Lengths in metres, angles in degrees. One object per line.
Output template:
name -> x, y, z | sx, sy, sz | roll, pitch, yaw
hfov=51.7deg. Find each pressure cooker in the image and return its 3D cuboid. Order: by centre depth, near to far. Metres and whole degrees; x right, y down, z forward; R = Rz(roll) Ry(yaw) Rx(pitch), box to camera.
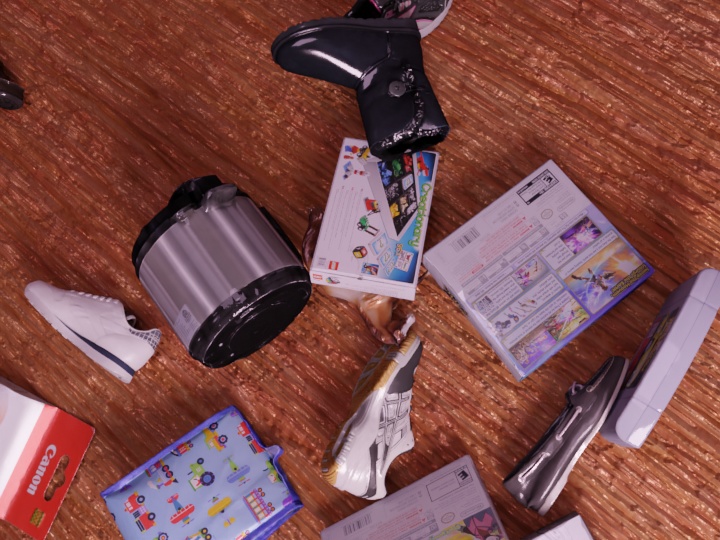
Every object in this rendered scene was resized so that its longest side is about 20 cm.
pressure cooker -> -0.175, -0.008, 0.898 | 0.176, 0.179, 0.200 | -41, 73, 3

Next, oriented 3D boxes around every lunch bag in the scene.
lunch bag -> -0.178, 0.270, 0.888 | 0.199, 0.094, 0.151 | -37, 70, -8

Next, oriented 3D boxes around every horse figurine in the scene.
horse figurine -> 0.000, 0.000, 0.916 | 0.199, 0.050, 0.133 | 30, 71, 18

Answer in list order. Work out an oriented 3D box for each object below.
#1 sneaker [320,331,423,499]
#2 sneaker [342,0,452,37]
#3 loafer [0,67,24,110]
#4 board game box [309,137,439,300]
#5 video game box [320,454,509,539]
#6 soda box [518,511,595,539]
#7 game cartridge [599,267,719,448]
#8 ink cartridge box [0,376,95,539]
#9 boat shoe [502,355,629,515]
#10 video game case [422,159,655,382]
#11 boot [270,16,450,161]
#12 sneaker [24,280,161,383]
sneaker -> 0.032, 0.171, 0.877 | 0.087, 0.076, 0.201 | 33, 74, -13
sneaker -> 0.042, -0.341, 0.978 | 0.200, 0.086, 0.080 | -42, 74, -1
loafer -> -0.575, -0.305, 1.108 | 0.199, 0.073, 0.072 | 28, 86, 17
board game box -> 0.021, -0.068, 0.906 | 0.125, 0.035, 0.202 | 10, 61, 5
video game box -> 0.064, 0.315, 0.787 | 0.199, 0.047, 0.183 | -29, 30, 5
soda box -> 0.164, 0.335, 0.802 | 0.199, 0.068, 0.064 | -29, 72, 5
game cartridge -> 0.320, 0.094, 0.791 | 0.041, 0.133, 0.201 | 30, 84, 10
ink cartridge box -> -0.468, 0.239, 0.970 | 0.198, 0.050, 0.164 | 22, 82, 19
boat shoe -> 0.229, 0.174, 0.827 | 0.057, 0.067, 0.201 | 31, 88, 12
video game case -> 0.205, -0.003, 0.872 | 0.199, 0.046, 0.182 | -36, 72, -7
boot -> 0.001, -0.219, 0.907 | 0.198, 0.076, 0.170 | -8, 72, -14
sneaker -> -0.355, 0.065, 0.983 | 0.199, 0.077, 0.081 | 33, 74, 13
